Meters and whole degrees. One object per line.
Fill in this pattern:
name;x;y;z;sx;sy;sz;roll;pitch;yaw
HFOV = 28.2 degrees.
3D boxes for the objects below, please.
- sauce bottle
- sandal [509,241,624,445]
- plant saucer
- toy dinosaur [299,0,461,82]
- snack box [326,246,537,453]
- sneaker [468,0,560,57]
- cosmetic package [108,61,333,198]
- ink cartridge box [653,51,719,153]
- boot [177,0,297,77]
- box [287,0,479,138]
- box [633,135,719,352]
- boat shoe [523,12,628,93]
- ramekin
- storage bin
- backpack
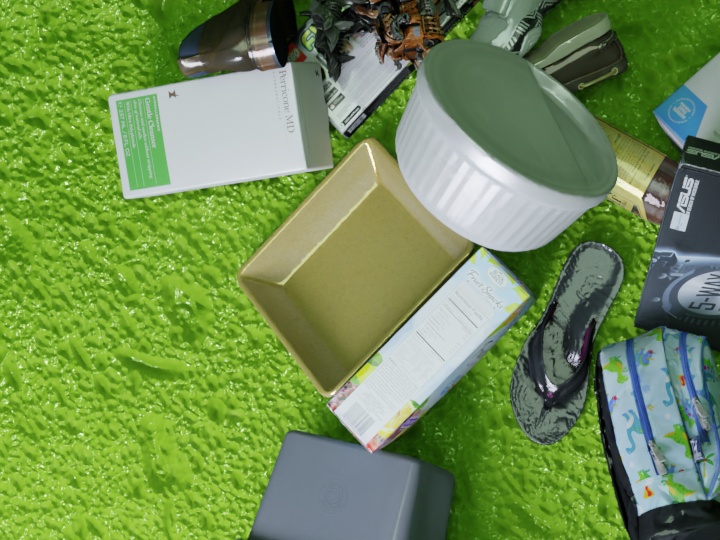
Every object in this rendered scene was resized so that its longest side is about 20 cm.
sauce bottle;0.267;-0.085;1.353;0.199;0.065;0.065;32;93;13
sandal;0.193;0.067;1.366;0.075;0.048;0.202;18;90;11
plant saucer;0.000;0.000;1.375;0.200;0.048;0.200;-46;48;6
toy dinosaur;0.017;-0.252;1.376;0.135;0.102;0.201;-28;53;-6
snack box;0.072;0.073;1.328;0.068;0.169;0.200;44;96;9
sneaker;0.140;-0.281;1.364;0.200;0.075;0.115;-46;110;0
cosmetic package;-0.135;-0.137;1.405;0.198;0.085;0.109;-9;93;21
ink cartridge box;0.385;-0.165;1.313;0.200;0.068;0.116;-42;53;6
boot;-0.117;-0.242;1.377;0.096;0.200;0.075;-11;116;9
box;0.017;-0.243;1.426;0.200;0.035;0.110;-45;80;5
box;0.344;-0.011;1.282;0.159;0.044;0.201;17;134;11
boat shoe;0.160;-0.175;1.379;0.199;0.072;0.060;-28;109;14
ramekin;0.122;-0.105;1.273;0.202;0.202;0.094;42;126;10
storage bin;-0.001;0.236;1.349;0.199;0.145;0.136;9;78;36
backpack;0.278;0.153;1.295;0.153;0.163;0.201;-32;60;13
